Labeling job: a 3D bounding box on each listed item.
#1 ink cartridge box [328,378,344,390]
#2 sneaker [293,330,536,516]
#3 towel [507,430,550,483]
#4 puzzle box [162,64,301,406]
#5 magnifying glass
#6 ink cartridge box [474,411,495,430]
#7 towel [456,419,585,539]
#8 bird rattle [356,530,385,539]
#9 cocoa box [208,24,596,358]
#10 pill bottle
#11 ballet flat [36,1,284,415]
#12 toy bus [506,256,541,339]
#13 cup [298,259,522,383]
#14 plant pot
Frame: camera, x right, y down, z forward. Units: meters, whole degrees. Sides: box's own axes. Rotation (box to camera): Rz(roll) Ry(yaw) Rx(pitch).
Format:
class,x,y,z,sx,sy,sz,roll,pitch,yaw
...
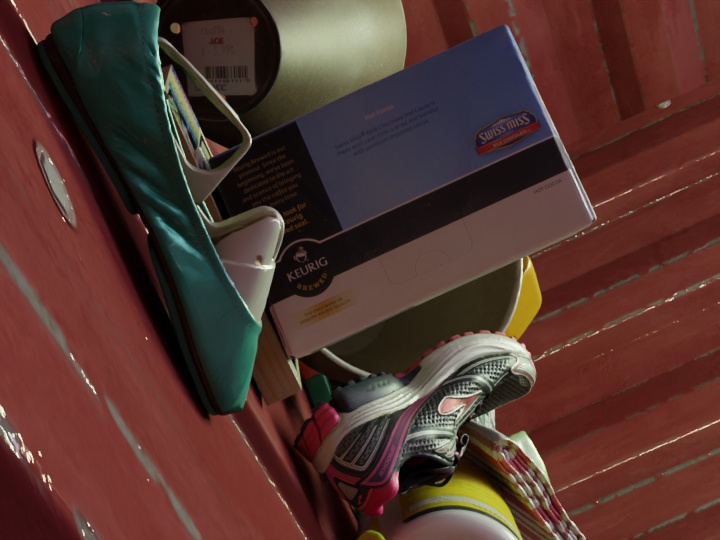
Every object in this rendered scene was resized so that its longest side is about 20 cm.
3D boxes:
class,x,y,z,sx,sy,sz,roll,pitch,yaw
ink cartridge box,-0.025,0.042,1.488,0.200,0.067,0.117,63,4,-71
sneaker,0.046,0.103,1.124,0.075,0.199,0.081,48,-44,22
towel,0.100,0.228,1.354,0.031,0.199,0.150,-21,-87,47
puzzle box,-0.089,-0.026,1.063,0.133,0.025,0.201,-110,176,-75
magnifying glass,-0.027,0.104,1.358,0.080,0.022,0.201,58,8,-80
ink cartridge box,0.071,0.165,1.471,0.146,0.083,0.202,61,28,-69
towel,0.114,0.162,1.261,0.200,0.030,0.146,54,-13,-30
bird rattle,0.041,0.211,0.792,0.200,0.112,0.165,-100,-177,-72
cocoa box,0.024,-0.046,1.055,0.133,0.199,0.132,42,24,-88
pill bottle,0.054,0.191,1.174,0.200,0.111,0.113,-102,168,-80
ballet flat,-0.074,-0.030,0.770,0.067,0.070,0.201,-110,176,-75
toy bus,0.063,0.062,1.388,0.078,0.200,0.065,37,-18,33
cup,0.000,0.000,1.262,0.202,0.199,0.143,66,-27,5
plant pot,-0.075,-0.161,1.214,0.188,0.186,0.200,66,15,-5
